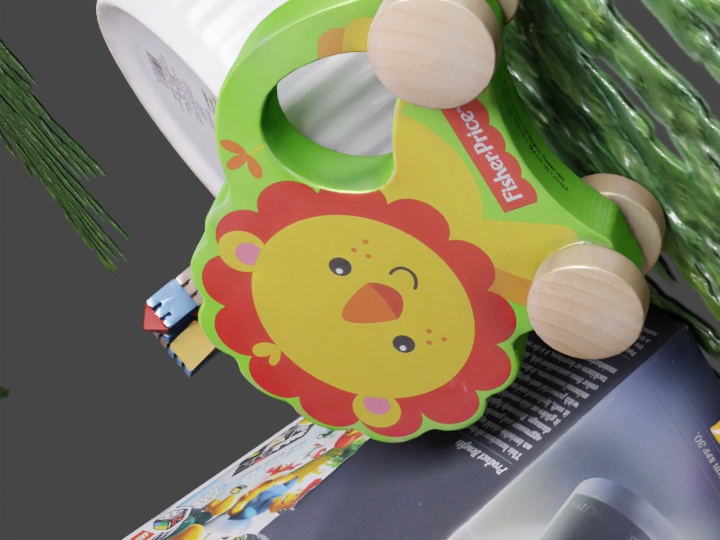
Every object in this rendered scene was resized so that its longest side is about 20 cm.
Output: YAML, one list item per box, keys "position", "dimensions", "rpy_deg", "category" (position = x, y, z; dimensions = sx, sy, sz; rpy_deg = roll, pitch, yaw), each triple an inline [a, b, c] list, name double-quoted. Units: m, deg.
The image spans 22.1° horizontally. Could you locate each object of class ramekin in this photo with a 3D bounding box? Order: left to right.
- position: [-0.030, -0.090, 0.838]
  dimensions: [0.200, 0.105, 0.200]
  rpy_deg: [47, 168, 13]
  category: "ramekin"

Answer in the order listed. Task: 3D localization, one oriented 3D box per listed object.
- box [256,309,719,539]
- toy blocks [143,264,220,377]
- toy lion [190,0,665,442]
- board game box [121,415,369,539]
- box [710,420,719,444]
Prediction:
- position: [0.096, 0.147, 0.870]
  dimensions: [0.200, 0.198, 0.123]
  rpy_deg: [55, 167, -25]
  category: "box"
- position: [-0.095, 0.017, 1.321]
  dimensions: [0.100, 0.137, 0.200]
  rpy_deg: [49, 169, 3]
  category: "toy blocks"
- position: [0.009, -0.019, 0.736]
  dimensions: [0.191, 0.069, 0.200]
  rpy_deg: [-17, 121, 28]
  category: "toy lion"
- position: [-0.015, 0.114, 0.963]
  dimensions: [0.126, 0.200, 0.035]
  rpy_deg: [6, 123, 53]
  category: "board game box"
- position: [0.232, 0.135, 0.730]
  dimensions: [0.200, 0.041, 0.119]
  rpy_deg: [51, 168, -17]
  category: "box"
